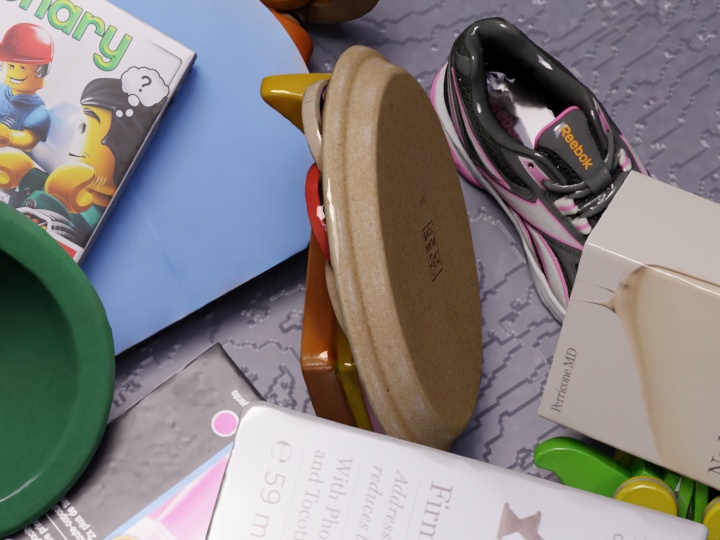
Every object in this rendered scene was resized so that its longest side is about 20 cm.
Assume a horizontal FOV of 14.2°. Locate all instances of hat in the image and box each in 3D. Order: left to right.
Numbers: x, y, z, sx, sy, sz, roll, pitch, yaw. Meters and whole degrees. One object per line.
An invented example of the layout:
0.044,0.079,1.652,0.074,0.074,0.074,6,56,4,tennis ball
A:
-0.223,0.018,1.351,0.200,0.176,0.166,39,91,-21,hat

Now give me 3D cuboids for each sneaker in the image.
0.101,-0.037,1.358,0.080,0.086,0.200,-41,74,-13,sneaker

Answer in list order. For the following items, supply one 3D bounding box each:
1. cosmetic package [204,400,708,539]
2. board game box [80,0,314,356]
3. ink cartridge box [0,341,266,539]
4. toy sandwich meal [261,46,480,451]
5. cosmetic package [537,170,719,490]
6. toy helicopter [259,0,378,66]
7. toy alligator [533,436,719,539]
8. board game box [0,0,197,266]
0.020,0.174,1.214,0.199,0.166,0.168,15,72,-2,cosmetic package
-0.115,-0.051,1.372,0.199,0.039,0.159,-30,92,-4,board game box
-0.114,0.129,1.325,0.200,0.037,0.095,-38,72,-11,ink cartridge box
0.000,0.000,1.283,0.070,0.205,0.206,-10,66,16,toy sandwich meal
0.189,0.046,1.275,0.199,0.104,0.073,20,36,12,cosmetic package
-0.076,-0.175,1.367,0.199,0.132,0.079,27,68,-17,toy helicopter
0.174,0.117,1.316,0.199,0.059,0.055,10,112,0,toy alligator
-0.191,-0.094,1.327,0.199,0.035,0.127,29,88,-4,board game box
